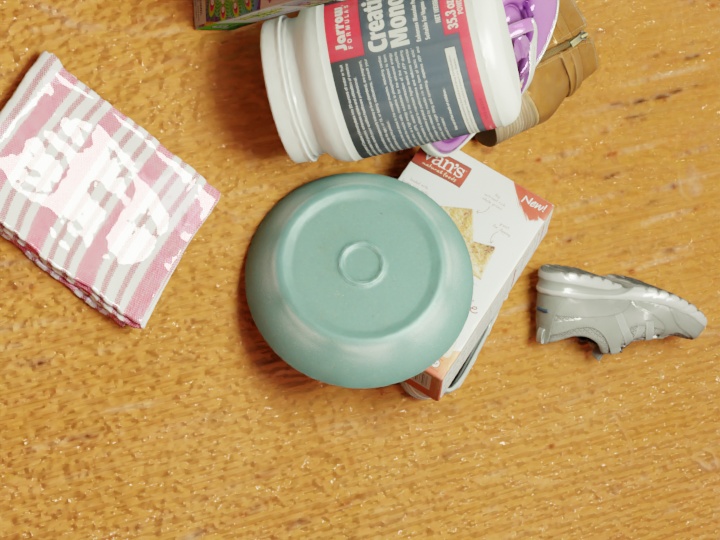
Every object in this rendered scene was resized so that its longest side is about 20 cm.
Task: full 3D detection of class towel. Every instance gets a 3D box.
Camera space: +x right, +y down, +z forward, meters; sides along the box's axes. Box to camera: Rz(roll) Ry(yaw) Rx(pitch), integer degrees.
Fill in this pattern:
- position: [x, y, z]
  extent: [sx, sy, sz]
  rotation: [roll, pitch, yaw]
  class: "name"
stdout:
- position: [-0.219, -0.064, 1.531]
  extent: [0.200, 0.030, 0.147]
  rotation: [40, 68, -26]
  class: "towel"

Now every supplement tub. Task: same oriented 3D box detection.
- position: [0.027, -0.172, 1.582]
  extent: [0.198, 0.140, 0.142]
  rotation: [-12, 97, 9]
  class: "supplement tub"

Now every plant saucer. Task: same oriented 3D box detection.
- position: [0.000, 0.000, 1.606]
  extent: [0.198, 0.036, 0.202]
  rotation: [1, 67, -3]
  class: "plant saucer"

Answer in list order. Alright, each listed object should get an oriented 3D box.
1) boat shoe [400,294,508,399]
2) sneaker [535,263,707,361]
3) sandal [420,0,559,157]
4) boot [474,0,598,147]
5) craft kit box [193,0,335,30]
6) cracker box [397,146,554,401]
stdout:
- position: [0.101, 0.027, 1.719]
  extent: [0.072, 0.068, 0.201]
  rotation: [44, 66, -25]
  class: "boat shoe"
- position: [0.246, 0.048, 1.827]
  extent: [0.198, 0.075, 0.083]
  rotation: [11, 97, -27]
  class: "sneaker"
- position: [0.125, -0.180, 1.673]
  extent: [0.082, 0.050, 0.203]
  rotation: [43, 76, -37]
  class: "sandal"
- position: [0.140, -0.233, 1.753]
  extent: [0.154, 0.073, 0.201]
  rotation: [-35, 119, -29]
  class: "boot"
- position: [-0.080, -0.306, 1.530]
  extent: [0.048, 0.197, 0.202]
  rotation: [-4, 90, -34]
  class: "craft kit box"
- position: [0.065, -0.005, 1.664]
  extent: [0.133, 0.058, 0.201]
  rotation: [30, 67, 11]
  class: "cracker box"
